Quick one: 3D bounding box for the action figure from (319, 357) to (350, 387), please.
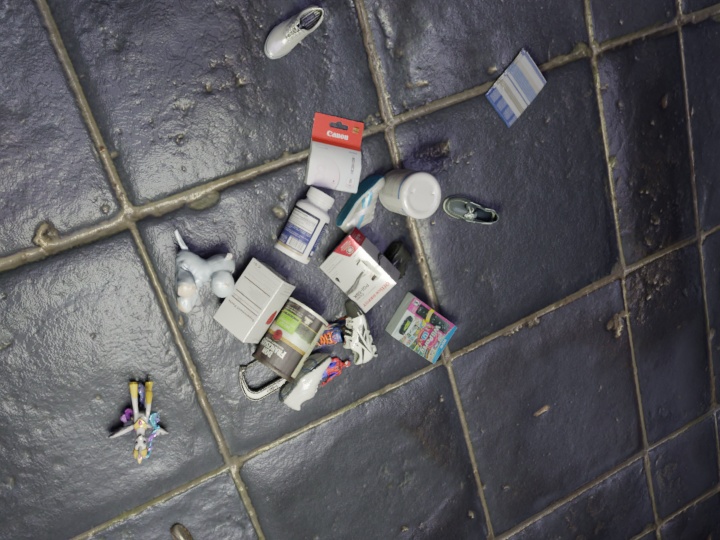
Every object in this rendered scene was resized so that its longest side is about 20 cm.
[{"bbox_3d":[-0.122,0.323,1.779,0.196,0.052,0.067,-19,103,-17],"label":"action figure"}]

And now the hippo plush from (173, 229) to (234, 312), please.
[{"bbox_3d":[-0.425,0.015,1.549,0.157,0.160,0.204,-2,62,-21],"label":"hippo plush"}]

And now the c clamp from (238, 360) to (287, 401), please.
[{"bbox_3d":[-0.287,0.290,1.714,0.198,0.027,0.173,-33,98,-13],"label":"c clamp"}]

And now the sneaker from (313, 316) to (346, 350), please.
[{"bbox_3d":[-0.087,0.196,1.745,0.196,0.078,0.077,-21,108,-15],"label":"sneaker"}]

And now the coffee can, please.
[{"bbox_3d":[-0.204,0.202,1.649,0.146,0.146,0.202,38,77,-23],"label":"coffee can"}]

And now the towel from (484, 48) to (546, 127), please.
[{"bbox_3d":[0.501,-0.587,1.822,0.146,0.024,0.201,41,88,-25],"label":"towel"}]

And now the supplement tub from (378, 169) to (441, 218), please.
[{"bbox_3d":[0.142,-0.229,1.670,0.129,0.200,0.136,-5,104,-19],"label":"supplement tub"}]

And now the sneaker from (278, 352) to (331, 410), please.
[{"bbox_3d":[-0.159,0.335,1.719,0.200,0.074,0.087,-45,122,-6],"label":"sneaker"}]

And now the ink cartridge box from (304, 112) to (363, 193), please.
[{"bbox_3d":[-0.072,-0.341,1.650,0.159,0.057,0.205,7,104,-21],"label":"ink cartridge box"}]

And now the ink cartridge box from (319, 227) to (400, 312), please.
[{"bbox_3d":[0.000,0.000,1.677,0.200,0.083,0.147,44,113,-6],"label":"ink cartridge box"}]

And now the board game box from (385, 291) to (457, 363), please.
[{"bbox_3d":[0.201,0.190,1.859,0.198,0.064,0.149,34,89,-24],"label":"board game box"}]

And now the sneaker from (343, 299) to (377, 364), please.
[{"bbox_3d":[-0.018,0.189,1.690,0.087,0.074,0.204,-26,104,-22],"label":"sneaker"}]

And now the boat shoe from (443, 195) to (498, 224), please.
[{"bbox_3d":[0.362,-0.194,1.834,0.196,0.062,0.075,14,97,-22],"label":"boat shoe"}]

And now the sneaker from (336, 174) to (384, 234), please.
[{"bbox_3d":[0.012,-0.198,1.703,0.080,0.077,0.201,35,95,-30],"label":"sneaker"}]

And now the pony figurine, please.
[{"bbox_3d":[-0.609,0.411,1.557,0.162,0.192,0.206,0,83,-23],"label":"pony figurine"}]

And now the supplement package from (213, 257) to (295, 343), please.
[{"bbox_3d":[-0.297,0.088,1.598,0.119,0.121,0.202,34,89,13],"label":"supplement package"}]

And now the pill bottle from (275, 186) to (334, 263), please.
[{"bbox_3d":[-0.155,-0.133,1.630,0.110,0.111,0.203,28,91,-23],"label":"pill bottle"}]

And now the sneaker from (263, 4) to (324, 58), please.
[{"bbox_3d":[-0.180,-0.652,1.527,0.200,0.071,0.073,-45,112,-6],"label":"sneaker"}]

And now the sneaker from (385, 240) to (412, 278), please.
[{"bbox_3d":[0.094,0.010,1.778,0.090,0.076,0.201,37,92,-33],"label":"sneaker"}]

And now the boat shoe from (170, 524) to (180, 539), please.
[{"bbox_3d":[-0.536,0.871,1.729,0.072,0.074,0.204,-27,108,-12],"label":"boat shoe"}]
